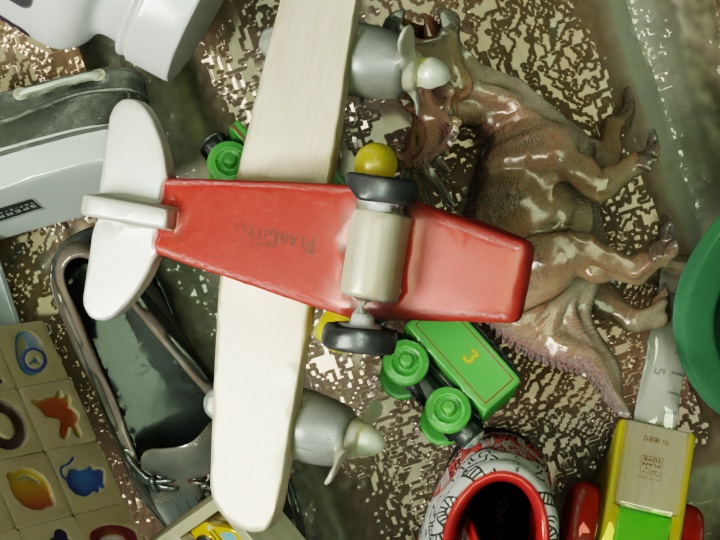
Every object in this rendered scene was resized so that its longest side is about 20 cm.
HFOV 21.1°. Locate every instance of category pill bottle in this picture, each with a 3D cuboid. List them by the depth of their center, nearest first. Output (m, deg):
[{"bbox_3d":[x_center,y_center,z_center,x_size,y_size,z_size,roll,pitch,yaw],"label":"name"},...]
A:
[{"bbox_3d":[-0.156,-0.175,0.908,0.199,0.111,0.112,30,92,-1],"label":"pill bottle"}]

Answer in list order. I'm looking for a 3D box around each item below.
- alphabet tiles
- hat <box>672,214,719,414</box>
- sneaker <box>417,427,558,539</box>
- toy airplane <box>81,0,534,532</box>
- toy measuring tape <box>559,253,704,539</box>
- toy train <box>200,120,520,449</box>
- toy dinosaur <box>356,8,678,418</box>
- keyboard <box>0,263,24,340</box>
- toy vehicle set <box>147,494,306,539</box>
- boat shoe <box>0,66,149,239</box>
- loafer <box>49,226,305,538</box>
[{"bbox_3d":[-0.181,0.091,0.867,0.006,0.166,0.201,-39,71,36],"label":"alphabet tiles"},{"bbox_3d":[0.232,-0.044,0.955,0.164,0.177,0.201,20,123,-15],"label":"hat"},{"bbox_3d":[0.044,0.177,0.920,0.067,0.108,0.203,16,92,0],"label":"sneaker"},{"bbox_3d":[-0.026,-0.013,0.859,0.200,0.141,0.200,-43,65,27],"label":"toy airplane"},{"bbox_3d":[0.138,0.093,0.950,0.073,0.074,0.202,12,70,0],"label":"toy measuring tape"},{"bbox_3d":[0.000,0.000,0.934,0.056,0.042,0.200,-39,79,-13],"label":"toy train"},{"bbox_3d":[0.075,-0.022,0.913,0.134,0.086,0.202,-9,80,2],"label":"toy dinosaur"},{"bbox_3d":[-0.179,0.086,0.957,0.056,0.011,0.202,-16,99,0],"label":"keyboard"},{"bbox_3d":[-0.033,0.203,0.927,0.200,0.026,0.124,51,131,-1],"label":"toy vehicle set"},{"bbox_3d":[-0.194,-0.052,0.940,0.198,0.071,0.064,-12,67,6],"label":"boat shoe"},{"bbox_3d":[-0.095,0.072,0.940,0.071,0.063,0.201,-31,91,3],"label":"loafer"}]
